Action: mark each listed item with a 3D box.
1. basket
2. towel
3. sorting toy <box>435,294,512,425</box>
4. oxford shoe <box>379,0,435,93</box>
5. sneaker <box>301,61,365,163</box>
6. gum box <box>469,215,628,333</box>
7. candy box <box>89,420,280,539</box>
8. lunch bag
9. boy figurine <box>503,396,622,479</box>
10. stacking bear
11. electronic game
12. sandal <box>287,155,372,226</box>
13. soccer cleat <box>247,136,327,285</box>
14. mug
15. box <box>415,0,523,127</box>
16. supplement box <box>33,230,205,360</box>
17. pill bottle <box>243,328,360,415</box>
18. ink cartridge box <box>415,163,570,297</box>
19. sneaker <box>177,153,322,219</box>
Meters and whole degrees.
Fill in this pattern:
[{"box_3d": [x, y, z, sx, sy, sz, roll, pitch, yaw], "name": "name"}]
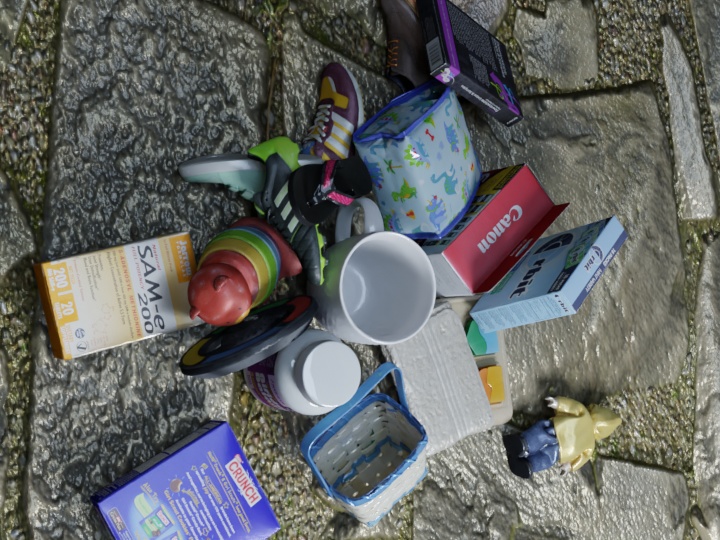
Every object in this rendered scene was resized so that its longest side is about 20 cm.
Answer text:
[{"box_3d": [0.004, 0.243, 1.525, 0.176, 0.139, 0.202, -37, 140, -22], "name": "basket"}, {"box_3d": [0.110, 0.158, 1.619, 0.131, 0.034, 0.203, -21, 93, -24], "name": "towel"}, {"box_3d": [0.147, 0.143, 1.671, 0.182, 0.036, 0.204, -5, 90, -26], "name": "sorting toy"}, {"box_3d": [0.068, -0.325, 1.633, 0.072, 0.071, 0.202, -29, 101, -19], "name": "oxford shoe"}, {"box_3d": [-0.044, -0.195, 1.572, 0.089, 0.075, 0.204, -9, 91, -30], "name": "sneaker"}, {"box_3d": [0.276, 0.008, 1.629, 0.045, 0.199, 0.170, 51, 57, -15], "name": "gum box"}, {"box_3d": [-0.230, 0.321, 1.464, 0.198, 0.077, 0.171, -30, 99, -22], "name": "candy box"}, {"box_3d": [0.097, -0.165, 1.591, 0.200, 0.126, 0.172, -44, 123, -39], "name": "lunch bag"}, {"box_3d": [0.321, 0.252, 1.735, 0.197, 0.064, 0.126, -20, 96, -25], "name": "boy figurine"}, {"box_3d": [-0.162, 0.010, 1.428, 0.121, 0.200, 0.114, -39, 96, 21], "name": "stacking bear"}, {"box_3d": [-0.146, 0.084, 1.444, 0.198, 0.199, 0.042, -30, 102, -23], "name": "electronic game"}, {"box_3d": [-0.031, -0.115, 1.445, 0.199, 0.045, 0.076, -32, 101, -55], "name": "sandal"}, {"box_3d": [-0.096, -0.074, 1.456, 0.080, 0.068, 0.204, -15, 86, -8], "name": "soccer cleat"}, {"box_3d": [0.000, 0.000, 1.530, 0.145, 0.175, 0.204, -2, 88, -25], "name": "mug"}, {"box_3d": [0.162, -0.311, 1.627, 0.199, 0.036, 0.145, 24, 48, -43], "name": "box"}, {"box_3d": [-0.310, 0.030, 1.438, 0.197, 0.073, 0.128, -15, 95, -25], "name": "supplement box"}, {"box_3d": [-0.077, 0.134, 1.475, 0.110, 0.199, 0.115, 1, 87, -24], "name": "pill bottle"}, {"box_3d": [0.182, -0.059, 1.619, 0.200, 0.175, 0.084, -46, 106, -20], "name": "ink cartridge box"}, {"box_3d": [-0.151, -0.097, 1.515, 0.196, 0.074, 0.121, 0, 104, -10], "name": "sneaker"}]
